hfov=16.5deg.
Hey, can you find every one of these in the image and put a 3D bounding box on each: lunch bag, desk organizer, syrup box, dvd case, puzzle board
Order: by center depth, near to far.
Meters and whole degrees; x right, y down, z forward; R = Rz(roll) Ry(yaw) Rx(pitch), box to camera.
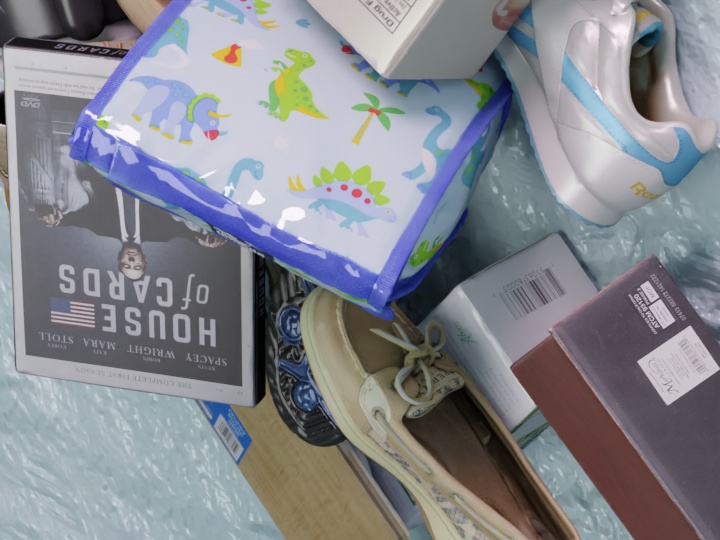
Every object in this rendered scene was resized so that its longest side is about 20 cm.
[{"bbox_3d":[-0.030,-0.062,1.215,0.170,0.200,0.128,26,117,6],"label":"lunch bag"},{"bbox_3d":[0.167,0.101,1.249,0.200,0.072,0.077,54,158,4],"label":"desk organizer"},{"bbox_3d":[0.060,0.068,1.387,0.081,0.079,0.200,56,145,10],"label":"syrup box"},{"bbox_3d":[-0.126,-0.026,1.395,0.150,0.025,0.200,7,113,16],"label":"dvd case"},{"bbox_3d":[-0.044,0.099,1.471,0.200,0.017,0.151,56,155,14],"label":"puzzle board"}]

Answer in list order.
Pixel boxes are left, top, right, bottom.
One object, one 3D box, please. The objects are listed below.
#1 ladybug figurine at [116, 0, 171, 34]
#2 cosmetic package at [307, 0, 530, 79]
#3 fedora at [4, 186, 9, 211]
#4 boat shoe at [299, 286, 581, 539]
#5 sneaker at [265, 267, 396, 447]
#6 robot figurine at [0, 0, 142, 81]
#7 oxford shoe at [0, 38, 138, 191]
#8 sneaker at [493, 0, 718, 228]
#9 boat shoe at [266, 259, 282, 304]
[{"bbox_3d":[-0.084,-0.197,1.393,0.136,0.072,0.200,-37,73,27],"label":"ladybug figurine"},{"bbox_3d":[0.057,-0.195,1.148,0.103,0.087,0.200,48,116,21],"label":"cosmetic package"},{"bbox_3d":[-0.128,-0.027,1.553,0.200,0.082,0.201,28,149,18],"label":"fedora"},{"bbox_3d":[0.046,0.083,1.290,0.200,0.073,0.063,53,140,-4],"label":"boat shoe"},{"bbox_3d":[0.000,0.000,1.376,0.076,0.077,0.200,14,99,33],"label":"sneaker"},{"bbox_3d":[-0.176,-0.193,1.497,0.125,0.150,0.200,-4,108,36],"label":"robot figurine"},{"bbox_3d":[-0.124,-0.102,1.427,0.074,0.200,0.071,63,-177,-56],"label":"oxford shoe"},{"bbox_3d":[0.105,-0.126,1.220,0.081,0.076,0.200,-32,80,33],"label":"sneaker"},{"bbox_3d":[-0.028,-0.025,1.462,0.065,0.073,0.200,-30,77,31],"label":"boat shoe"}]
